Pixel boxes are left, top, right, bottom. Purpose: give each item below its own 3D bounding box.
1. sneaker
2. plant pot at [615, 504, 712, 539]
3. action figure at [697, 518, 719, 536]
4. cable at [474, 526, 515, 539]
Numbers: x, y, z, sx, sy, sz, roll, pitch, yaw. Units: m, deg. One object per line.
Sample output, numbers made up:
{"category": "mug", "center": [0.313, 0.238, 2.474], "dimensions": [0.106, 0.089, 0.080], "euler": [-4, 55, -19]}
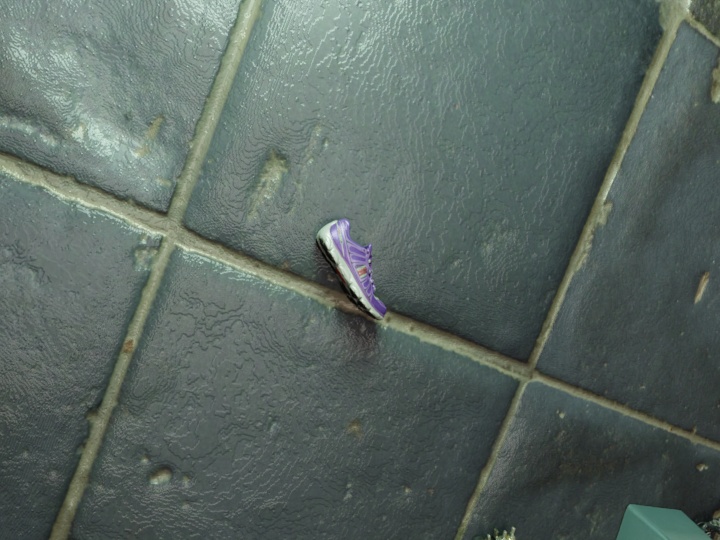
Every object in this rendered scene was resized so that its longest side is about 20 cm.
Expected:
{"category": "sneaker", "center": [0.000, 0.000, 0.994], "dimensions": [0.083, 0.080, 0.203], "euler": [-34, 108, -14]}
{"category": "plant pot", "center": [0.742, 0.708, 1.305], "dimensions": [0.191, 0.200, 0.202], "euler": [14, 96, -19]}
{"category": "action figure", "center": [0.916, 0.683, 1.409], "dimensions": [0.198, 0.102, 0.120], "euler": [-35, 120, -10]}
{"category": "cable", "center": [0.298, 0.665, 1.232], "dimensions": [0.094, 0.050, 0.206], "euler": [-5, 101, -16]}
